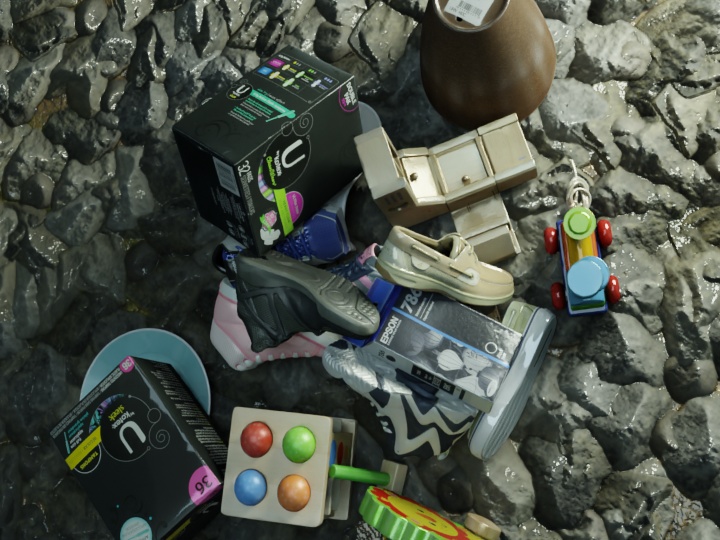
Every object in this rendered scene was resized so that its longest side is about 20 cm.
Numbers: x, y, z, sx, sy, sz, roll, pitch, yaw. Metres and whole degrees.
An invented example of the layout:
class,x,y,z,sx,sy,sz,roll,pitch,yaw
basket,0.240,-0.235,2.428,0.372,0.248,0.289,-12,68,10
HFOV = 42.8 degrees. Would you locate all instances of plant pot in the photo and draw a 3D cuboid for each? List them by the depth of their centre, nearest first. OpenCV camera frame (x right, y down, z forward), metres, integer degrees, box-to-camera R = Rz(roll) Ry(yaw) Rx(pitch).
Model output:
class,x,y,z,sx,sy,sz,roll,pitch,yaw
plant pot,0.149,-0.296,1.145,0.183,0.200,0.191,-2,79,13

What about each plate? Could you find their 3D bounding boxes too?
class,x,y,z,sx,sy,sz,roll,pitch,yaw
plate,-0.292,0.182,1.258,0.196,0.026,0.205,-2,79,13

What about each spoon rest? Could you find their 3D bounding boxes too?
class,x,y,z,sx,sy,sz,roll,pitch,yaw
spoon rest,-0.021,-0.131,1.230,0.097,0.061,0.205,2,81,14

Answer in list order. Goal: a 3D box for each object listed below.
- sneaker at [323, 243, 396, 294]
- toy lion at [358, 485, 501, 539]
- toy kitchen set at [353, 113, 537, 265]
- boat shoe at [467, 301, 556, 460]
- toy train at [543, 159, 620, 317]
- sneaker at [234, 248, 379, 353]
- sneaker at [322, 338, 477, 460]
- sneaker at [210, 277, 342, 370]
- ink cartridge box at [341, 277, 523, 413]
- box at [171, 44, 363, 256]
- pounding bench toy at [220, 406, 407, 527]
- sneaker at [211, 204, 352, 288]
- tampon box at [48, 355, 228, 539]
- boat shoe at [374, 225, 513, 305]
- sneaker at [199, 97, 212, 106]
class,x,y,z,sx,sy,sz,roll,pitch,yaw
sneaker,0.000,0.000,1.180,0.196,0.083,0.071,-10,46,9
toy lion,0.093,0.308,1.039,0.189,0.200,0.070,27,88,-21
toy kitchen set,0.123,-0.098,1.126,0.196,0.180,0.166,-21,76,9
boat shoe,0.177,0.134,1.134,0.061,0.072,0.202,21,75,30
toy train,0.263,-0.053,1.114,0.083,0.116,0.205,-7,78,12
sneaker,-0.069,0.057,1.108,0.196,0.076,0.116,21,117,19
sneaker,0.036,0.171,1.122,0.195,0.080,0.131,17,125,-1
sneaker,-0.109,0.095,1.208,0.197,0.075,0.107,24,101,9
ink cartridge box,0.085,0.079,1.089,0.197,0.039,0.100,24,62,11
box,-0.104,-0.150,1.125,0.123,0.150,0.199,31,58,32
pounding bench toy,-0.050,0.241,1.117,0.195,0.156,0.127,4,80,14
sneaker,-0.114,-0.020,1.181,0.196,0.115,0.082,-6,115,30
tampon box,-0.262,0.236,1.160,0.150,0.126,0.201,-42,73,4
boat shoe,0.112,-0.008,1.109,0.066,0.197,0.072,-67,30,19
sneaker,-0.162,-0.163,1.259,0.078,0.085,0.201,-38,73,4
